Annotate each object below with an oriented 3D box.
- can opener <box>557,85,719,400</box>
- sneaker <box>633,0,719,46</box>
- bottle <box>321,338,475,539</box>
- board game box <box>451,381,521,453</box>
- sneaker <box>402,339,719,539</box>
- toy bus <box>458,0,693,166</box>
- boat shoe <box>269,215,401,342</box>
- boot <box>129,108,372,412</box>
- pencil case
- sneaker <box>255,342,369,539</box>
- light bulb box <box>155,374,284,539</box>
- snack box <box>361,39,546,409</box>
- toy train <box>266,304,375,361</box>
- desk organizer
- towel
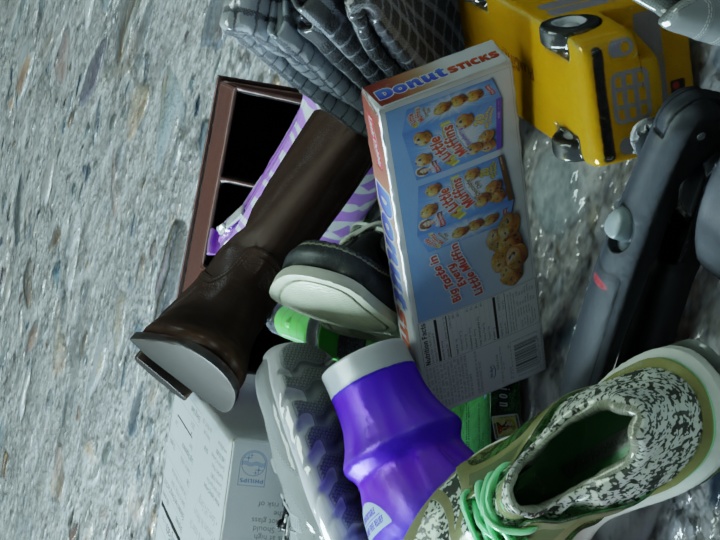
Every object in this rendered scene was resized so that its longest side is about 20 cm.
[{"bbox_3d":[0.132,0.003,1.035,0.079,0.063,0.200,-108,33,-48],"label":"can opener"},{"bbox_3d":[0.146,-0.183,0.993,0.075,0.115,0.200,126,145,-51],"label":"sneaker"},{"bbox_3d":[0.041,0.132,1.124,0.200,0.065,0.084,65,160,13],"label":"bottle"},{"bbox_3d":[0.060,0.034,1.271,0.105,0.023,0.201,142,132,-61],"label":"board game box"},{"bbox_3d":[0.075,0.098,1.015,0.200,0.089,0.077,-42,68,28],"label":"sneaker"},{"bbox_3d":[0.103,-0.112,1.118,0.200,0.078,0.065,-134,33,-65],"label":"toy bus"},{"bbox_3d":[0.000,0.000,1.215,0.200,0.072,0.068,26,-103,-75],"label":"boat shoe"},{"bbox_3d":[-0.045,-0.018,1.271,0.200,0.064,0.186,-51,11,-10],"label":"boot"},{"bbox_3d":[-0.029,-0.062,1.454,0.200,0.085,0.084,123,167,-45],"label":"pencil case"},{"bbox_3d":[-0.023,0.138,1.183,0.082,0.075,0.200,-20,85,35],"label":"sneaker"},{"bbox_3d":[-0.048,0.177,1.324,0.198,0.124,0.201,-143,60,-74],"label":"light bulb box"},{"bbox_3d":[0.049,-0.016,1.132,0.024,0.072,0.200,-125,20,-48],"label":"snack box"},{"bbox_3d":[-0.010,0.040,1.406,0.200,0.056,0.042,-169,88,-69],"label":"toy train"},{"bbox_3d":[-0.074,-0.029,1.583,0.077,0.072,0.201,-151,70,-66],"label":"desk organizer"},{"bbox_3d":[0.019,-0.170,1.217,0.085,0.200,0.166,5,74,29],"label":"towel"}]
